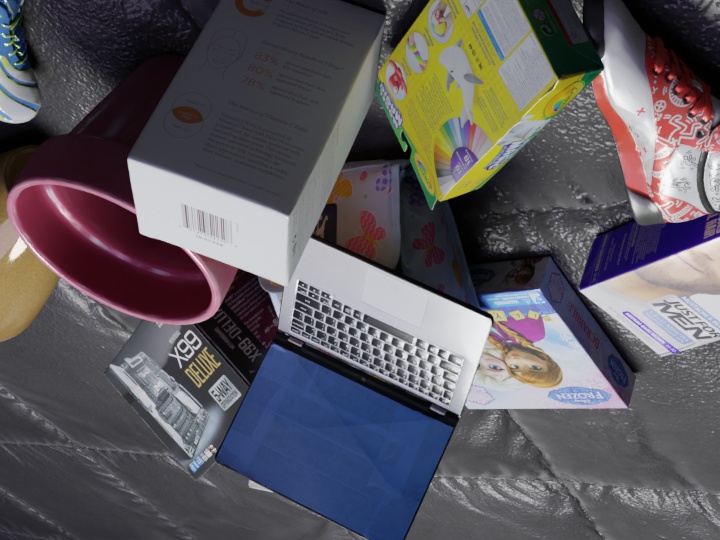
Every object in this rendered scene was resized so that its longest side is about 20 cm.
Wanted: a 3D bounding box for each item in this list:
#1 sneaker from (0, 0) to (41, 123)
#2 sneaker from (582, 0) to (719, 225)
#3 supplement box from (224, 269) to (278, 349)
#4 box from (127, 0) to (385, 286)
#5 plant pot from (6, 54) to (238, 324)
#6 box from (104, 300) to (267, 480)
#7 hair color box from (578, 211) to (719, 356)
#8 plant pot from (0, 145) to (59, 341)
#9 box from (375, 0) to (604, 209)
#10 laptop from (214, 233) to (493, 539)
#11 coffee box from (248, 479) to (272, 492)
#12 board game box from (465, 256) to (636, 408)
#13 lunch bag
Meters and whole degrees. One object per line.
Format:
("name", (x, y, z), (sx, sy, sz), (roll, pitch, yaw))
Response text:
("sneaker", (-0.328, -0.211, 0.976), (0.104, 0.076, 0.201), (1, 142, 32))
("sneaker", (0.223, -0.118, 0.759), (0.107, 0.068, 0.202), (-8, 132, 25))
("supplement box", (-0.141, 0.057, 1.184), (0.110, 0.086, 0.201), (-8, 113, 43))
("box", (-0.074, -0.111, 0.832), (0.123, 0.201, 0.098), (20, 150, 7))
("plant pot", (-0.180, -0.081, 0.973), (0.198, 0.180, 0.201), (17, 149, 10))
("box", (-0.171, 0.112, 1.147), (0.158, 0.050, 0.200), (48, 138, 2))
("hair color box", (0.286, -0.003, 0.890), (0.109, 0.065, 0.200), (36, 146, -19))
("plant pot", (-0.384, -0.044, 1.196), (0.186, 0.187, 0.199), (37, 135, -22))
("box", (0.079, -0.134, 0.783), (0.200, 0.048, 0.118), (-43, 67, 56))
("laptop", (-0.011, 0.102, 0.940), (0.186, 0.116, 0.201), (24, 134, 12))
("coffee box", (-0.034, 0.228, 1.358), (0.113, 0.081, 0.199), (5, 178, 28))
("board game box", (0.147, 0.071, 1.119), (0.199, 0.041, 0.200), (-7, 138, 41))
("lunch bag", (0.000, 0.000, 1.018), (0.168, 0.127, 0.202), (-2, 114, 35))
